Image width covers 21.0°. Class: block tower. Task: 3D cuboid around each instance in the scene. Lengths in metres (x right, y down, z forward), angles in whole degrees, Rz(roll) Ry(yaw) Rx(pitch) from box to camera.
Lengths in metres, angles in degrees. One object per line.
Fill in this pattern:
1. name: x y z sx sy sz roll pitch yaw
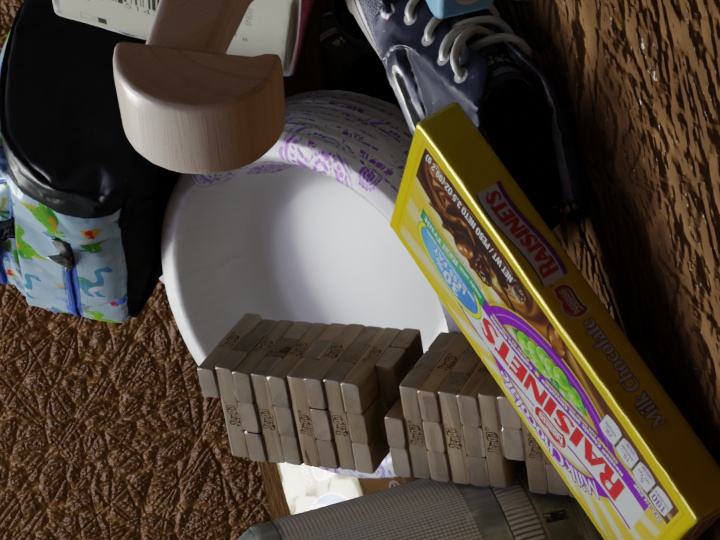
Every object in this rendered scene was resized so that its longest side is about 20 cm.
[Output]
1. block tower: 0.023 0.064 0.942 0.054 0.198 0.058 -49 -43 -50

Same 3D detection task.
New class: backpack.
1. backpack: -0.153 -0.057 1.079 0.200 0.152 0.164 74 -161 -60

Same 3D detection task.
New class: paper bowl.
1. paper bowl: 0.000 0.000 1.033 0.200 0.104 0.202 20 129 27

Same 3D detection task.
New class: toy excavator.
1. toy excavator: -0.007 -0.132 0.723 0.100 0.198 0.195 87 166 -54

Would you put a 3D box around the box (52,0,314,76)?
1. box: -0.066 -0.217 0.951 0.109 0.127 0.202 105 179 -72

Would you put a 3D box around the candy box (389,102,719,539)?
1. candy box: 0.080 0.033 0.824 0.201 0.026 0.102 56 163 17

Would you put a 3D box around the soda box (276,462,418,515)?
1. soda box: -0.004 0.126 1.191 0.068 0.064 0.201 -30 70 40

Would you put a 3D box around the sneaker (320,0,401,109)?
1. sneaker: -0.010 -0.142 1.197 0.140 0.077 0.202 137 115 -74

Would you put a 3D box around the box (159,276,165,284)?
1. box: -0.099 -0.072 1.215 0.156 0.041 0.200 43 140 12

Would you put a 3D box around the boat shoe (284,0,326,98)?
1. boat shoe: -0.063 -0.122 1.096 0.069 0.070 0.202 28 112 47

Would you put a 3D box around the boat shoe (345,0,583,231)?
1. boat shoe: 0.049 -0.104 0.887 0.201 0.074 0.093 69 163 2

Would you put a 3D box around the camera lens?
1. camera lens: 0.038 0.183 0.945 0.160 0.198 0.161 166 90 -81

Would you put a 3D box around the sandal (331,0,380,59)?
1. sandal: 0.016 -0.144 1.034 0.200 0.042 0.077 -135 49 -69
